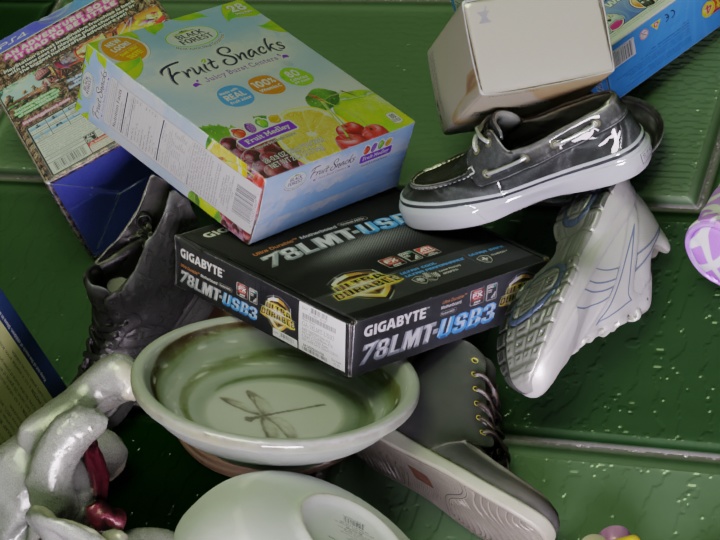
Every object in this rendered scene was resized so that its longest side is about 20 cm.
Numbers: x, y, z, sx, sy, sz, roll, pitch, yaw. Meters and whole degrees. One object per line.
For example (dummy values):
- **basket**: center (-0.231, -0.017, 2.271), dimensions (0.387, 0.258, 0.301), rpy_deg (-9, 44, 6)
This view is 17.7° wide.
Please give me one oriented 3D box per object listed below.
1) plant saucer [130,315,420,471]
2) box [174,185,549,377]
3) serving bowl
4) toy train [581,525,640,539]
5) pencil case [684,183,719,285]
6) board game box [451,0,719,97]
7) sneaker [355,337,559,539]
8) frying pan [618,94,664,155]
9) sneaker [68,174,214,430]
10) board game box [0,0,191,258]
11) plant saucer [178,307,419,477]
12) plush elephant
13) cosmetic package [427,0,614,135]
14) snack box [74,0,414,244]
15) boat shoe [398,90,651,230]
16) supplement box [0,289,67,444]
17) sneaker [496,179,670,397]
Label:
- **plant saucer**: center (-0.059, 0.093, 1.605), dimensions (0.200, 0.050, 0.200), rpy_deg (3, 24, -1)
- **box**: center (0.000, 0.000, 1.704), dimensions (0.200, 0.050, 0.198), rpy_deg (-17, 32, -38)
- **serving bowl**: center (-0.020, 0.196, 1.501), dimensions (0.066, 0.200, 0.200), rpy_deg (-55, 41, 23)
- **toy train**: center (0.162, 0.232, 1.491), dimensions (0.200, 0.056, 0.150), rpy_deg (-35, 46, -10)
- **pencil case**: center (0.307, -0.073, 1.684), dimensions (0.084, 0.086, 0.200), rpy_deg (15, 57, 30)
- **board game box**: center (0.206, -0.245, 1.884), dimensions (0.200, 0.056, 0.196), rpy_deg (-35, 46, -20)
- **sneaker**: center (0.082, 0.113, 1.617), dimensions (0.106, 0.075, 0.200), rpy_deg (-44, 47, -19)
- **frying pan**: center (0.156, -0.075, 1.766), dimensions (0.115, 0.031, 0.190), rpy_deg (16, 47, 37)
- **sneaker**: center (-0.183, 0.033, 1.752), dimensions (0.200, 0.104, 0.060), rpy_deg (-48, 43, -1)
- **board game box**: center (-0.208, -0.135, 1.944), dimensions (0.159, 0.097, 0.200), rpy_deg (-30, 45, -5)
- **plant saucer**: center (-0.055, 0.070, 1.746), dimensions (0.200, 0.029, 0.200), rpy_deg (-11, 48, 12)
- **plush elephant**: center (-0.197, 0.182, 1.621), dimensions (0.200, 0.165, 0.155), rpy_deg (-31, 71, -34)
- **cosmetic package**: center (0.115, -0.155, 1.711), dimensions (0.105, 0.200, 0.071), rpy_deg (-11, 86, -5)
- **snack box**: center (-0.089, -0.118, 1.763), dimensions (0.200, 0.068, 0.169), rpy_deg (36, 38, 28)
- **boat shoe**: center (0.112, -0.087, 1.689), dimensions (0.200, 0.071, 0.072), rpy_deg (-17, 27, 23)
- **supplement box**: center (-0.342, 0.110, 1.708), dimensions (0.134, 0.200, 0.200), rpy_deg (2, 52, 26)
- **sneaker**: center (0.167, 0.016, 1.656), dimensions (0.074, 0.087, 0.200), rpy_deg (-24, 28, 55)
